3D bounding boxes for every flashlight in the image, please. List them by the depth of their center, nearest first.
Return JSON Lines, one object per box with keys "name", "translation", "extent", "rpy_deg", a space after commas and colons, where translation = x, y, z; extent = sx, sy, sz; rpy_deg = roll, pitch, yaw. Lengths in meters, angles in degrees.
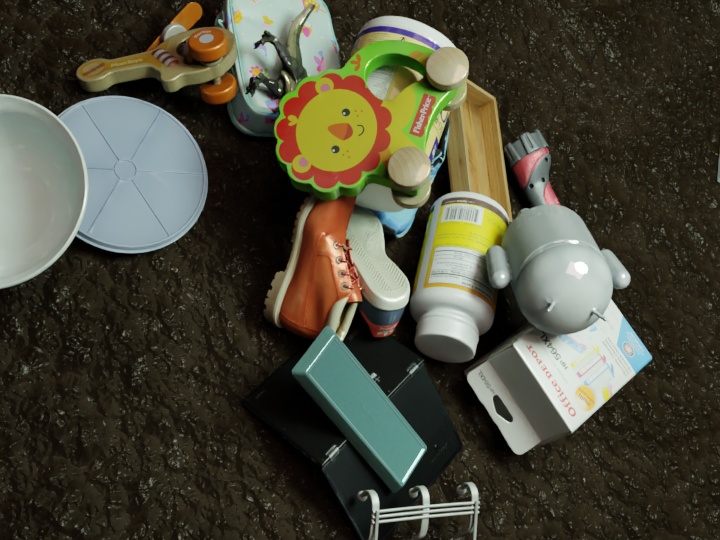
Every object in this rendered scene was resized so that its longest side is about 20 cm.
{"name": "flashlight", "translation": [0.275, -0.100, 1.256], "extent": [0.067, 0.068, 0.202], "rpy_deg": [-19, 77, -41]}

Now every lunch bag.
{"name": "lunch bag", "translation": [-0.110, -0.275, 1.149], "extent": [0.158, 0.077, 0.204], "rpy_deg": [-4, 71, -24]}

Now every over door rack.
{"name": "over door rack", "translation": [0.062, 0.343, 0.972], "extent": [0.145, 0.066, 0.204], "rpy_deg": [3, 81, -27]}

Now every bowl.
{"name": "bowl", "translation": [-0.374, -0.072, 0.917], "extent": [0.197, 0.090, 0.205], "rpy_deg": [1, 78, -3]}

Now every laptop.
{"name": "laptop", "translation": [-0.004, 0.183, 1.040], "extent": [0.199, 0.117, 0.187], "rpy_deg": [32, 54, 26]}

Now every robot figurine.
{"name": "robot figurine", "translation": [0.231, -0.002, 1.039], "extent": [0.166, 0.115, 0.201], "rpy_deg": [-3, 31, -3]}

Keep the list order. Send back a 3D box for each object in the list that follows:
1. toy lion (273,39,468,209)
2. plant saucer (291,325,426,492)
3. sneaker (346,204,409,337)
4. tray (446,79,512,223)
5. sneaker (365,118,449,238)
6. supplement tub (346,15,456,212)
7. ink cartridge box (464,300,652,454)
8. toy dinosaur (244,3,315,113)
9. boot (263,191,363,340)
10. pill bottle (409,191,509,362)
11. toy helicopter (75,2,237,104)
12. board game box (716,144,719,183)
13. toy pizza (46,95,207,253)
{"name": "toy lion", "translation": [0.005, -0.168, 0.973], "extent": [0.189, 0.069, 0.203], "rpy_deg": [20, 76, 10]}
{"name": "plant saucer", "translation": [0.005, 0.156, 0.967], "extent": [0.201, 0.019, 0.070], "rpy_deg": [52, 59, -22]}
{"name": "sneaker", "translation": [0.000, 0.000, 1.084], "extent": [0.074, 0.086, 0.201], "rpy_deg": [-4, 41, -17]}
{"name": "tray", "translation": [0.161, -0.167, 1.231], "extent": [0.098, 0.037, 0.204], "rpy_deg": [19, 58, -43]}
{"name": "sneaker", "translation": [0.066, -0.136, 1.161], "extent": [0.077, 0.090, 0.202], "rpy_deg": [28, 61, -11]}
{"name": "supplement tub", "translation": [0.033, -0.190, 1.080], "extent": [0.143, 0.145, 0.203], "rpy_deg": [24, 76, -13]}
{"name": "ink cartridge box", "translation": [0.242, 0.128, 1.107], "extent": [0.199, 0.125, 0.129], "rpy_deg": [-32, 84, -32]}
{"name": "toy dinosaur", "translation": [-0.093, -0.244, 1.072], "extent": [0.087, 0.047, 0.204], "rpy_deg": [10, 72, -39]}
{"name": "boot", "translation": [-0.030, -0.013, 1.006], "extent": [0.106, 0.203, 0.075], "rpy_deg": [25, 13, 27]}
{"name": "pill bottle", "translation": [0.124, 0.009, 1.114], "extent": [0.108, 0.109, 0.203], "rpy_deg": [22, 61, -14]}
{"name": "toy helicopter", "translation": [-0.248, -0.261, 1.069], "extent": [0.196, 0.080, 0.134], "rpy_deg": [-12, 49, -4]}
{"name": "board game box", "translation": [0.683, -0.211, 1.507], "extent": [0.133, 0.034, 0.203], "rpy_deg": [25, 60, -13]}
{"name": "toy pizza", "translation": [-0.278, -0.112, 1.029], "extent": [0.197, 0.032, 0.204], "rpy_deg": [9, 66, -21]}
